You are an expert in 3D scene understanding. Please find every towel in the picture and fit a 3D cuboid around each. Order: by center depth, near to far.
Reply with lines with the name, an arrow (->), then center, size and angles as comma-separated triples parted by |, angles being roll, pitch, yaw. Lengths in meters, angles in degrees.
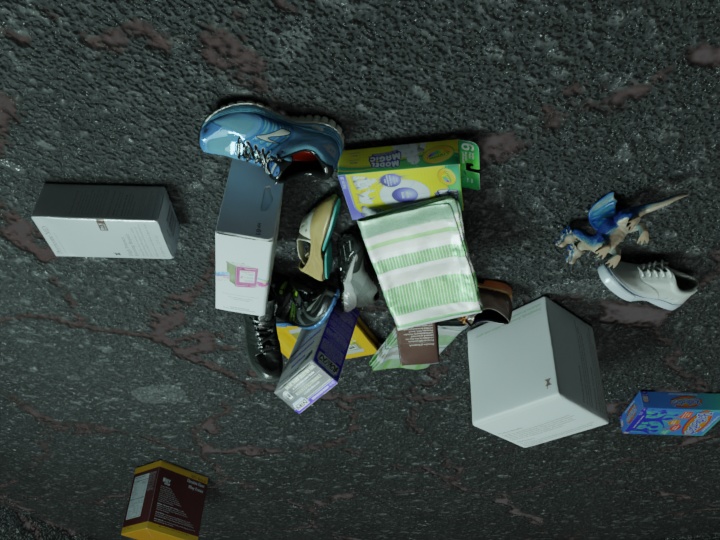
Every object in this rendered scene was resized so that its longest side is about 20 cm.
towel -> 0.095, -0.006, 1.008 | 0.149, 0.024, 0.203 | -13, 121, 13
towel -> 0.115, 0.152, 1.352 | 0.146, 0.031, 0.201 | 3, 145, -21

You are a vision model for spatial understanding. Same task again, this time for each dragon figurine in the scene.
dragon figurine -> 0.381, -0.074, 1.013 | 0.058, 0.100, 0.200 | 27, 119, -29

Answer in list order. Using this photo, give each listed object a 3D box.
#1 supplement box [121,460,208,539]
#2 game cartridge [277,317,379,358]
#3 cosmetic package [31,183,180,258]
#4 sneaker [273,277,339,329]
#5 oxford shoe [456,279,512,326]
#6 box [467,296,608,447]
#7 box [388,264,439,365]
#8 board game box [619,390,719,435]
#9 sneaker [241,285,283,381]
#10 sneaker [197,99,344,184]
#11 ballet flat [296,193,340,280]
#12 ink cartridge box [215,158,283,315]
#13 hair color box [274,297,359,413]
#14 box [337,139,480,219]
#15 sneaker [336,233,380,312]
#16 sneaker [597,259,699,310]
supplement box -> -0.598, 0.723, 2.080 | 0.131, 0.204, 0.196 | -23, 138, 32
game cartridge -> -0.081, 0.135, 1.365 | 0.196, 0.033, 0.177 | -15, 141, 20
cosmetic package -> -0.393, -0.076, 1.056 | 0.194, 0.075, 0.103 | 0, 145, 2
sneaker -> -0.116, 0.056, 1.204 | 0.197, 0.072, 0.083 | -7, 135, 43
oxford shoe -> 0.177, 0.055, 1.197 | 0.194, 0.074, 0.072 | 5, 146, -2
box -> 0.329, 0.198, 1.279 | 0.169, 0.204, 0.197 | 27, 139, -34
box -> 0.090, 0.049, 1.119 | 0.073, 0.101, 0.204 | -3, 125, 6
board game box -> 0.730, 0.336, 1.580 | 0.194, 0.046, 0.154 | 1, 145, 2
sneaker -> -0.171, 0.080, 1.156 | 0.059, 0.204, 0.105 | -9, 156, -22
sneaker -> -0.119, -0.164, 0.895 | 0.194, 0.092, 0.079 | 5, 146, -3
ballet flat -> -0.072, -0.051, 1.077 | 0.062, 0.070, 0.202 | 17, 144, 4
ink cartridge box -> -0.166, -0.050, 1.012 | 0.082, 0.147, 0.202 | 9, 145, -7
hair color box -> -0.072, 0.141, 1.189 | 0.065, 0.201, 0.109 | 41, 121, -13
box -> 0.073, -0.128, 0.965 | 0.195, 0.049, 0.118 | -6, 150, 9
sneaker -> 0.000, 0.000, 1.145 | 0.077, 0.076, 0.201 | -7, 151, -4
sneaker -> 0.483, 0.010, 1.128 | 0.196, 0.074, 0.071 | 12, 136, -28
